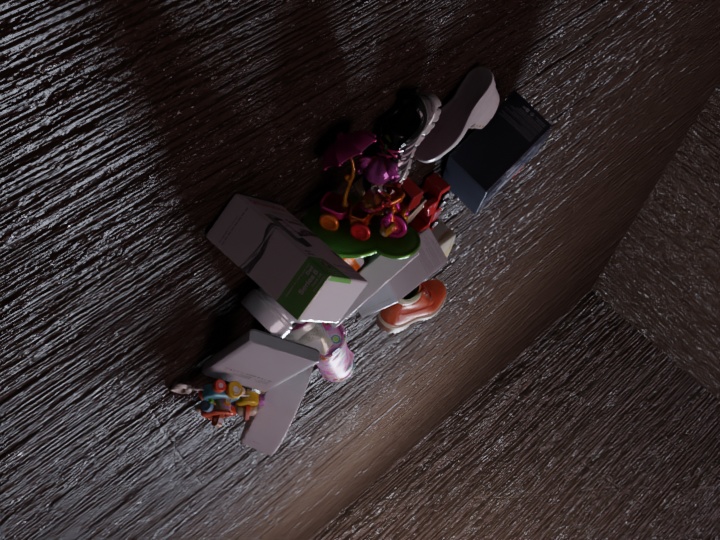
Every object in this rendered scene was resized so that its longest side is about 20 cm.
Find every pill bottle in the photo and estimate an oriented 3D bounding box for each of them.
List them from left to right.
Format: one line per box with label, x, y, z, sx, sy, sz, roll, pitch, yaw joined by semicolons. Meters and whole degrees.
pill bottle;-0.100;0.016;1.589;0.200;0.114;0.114;-46;161;-5

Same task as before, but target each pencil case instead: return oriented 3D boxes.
pencil case;-0.058;0.162;1.900;0.087;0.087;0.200;-42;159;-13

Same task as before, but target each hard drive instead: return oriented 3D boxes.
hard drive;-0.175;0.159;1.621;0.131;0.026;0.200;20;149;-25

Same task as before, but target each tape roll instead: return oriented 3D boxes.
tape roll;-0.166;0.258;1.854;0.203;0.071;0.203;-63;-173;15

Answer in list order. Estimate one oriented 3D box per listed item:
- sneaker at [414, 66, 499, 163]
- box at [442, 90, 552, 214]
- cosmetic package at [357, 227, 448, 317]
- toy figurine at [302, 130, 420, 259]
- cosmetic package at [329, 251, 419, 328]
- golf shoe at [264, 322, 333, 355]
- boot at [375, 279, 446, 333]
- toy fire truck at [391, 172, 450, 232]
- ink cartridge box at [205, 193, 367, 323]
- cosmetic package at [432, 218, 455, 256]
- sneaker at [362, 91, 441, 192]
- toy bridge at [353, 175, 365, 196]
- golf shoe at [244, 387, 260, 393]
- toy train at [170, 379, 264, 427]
sneaker;0.182;-0.262;1.698;0.200;0.074;0.116;-49;158;3
box;0.262;-0.225;1.837;0.182;0.104;0.200;-44;173;-5
cosmetic package;0.069;0.001;1.827;0.107;0.085;0.200;-25;-172;42
toy figurine;0.007;-0.128;1.464;0.185;0.199;0.150;95;20;-44
cosmetic package;0.000;0.000;1.679;0.200;0.052;0.151;-41;-163;1
golf shoe;-0.118;0.124;1.707;0.075;0.092;0.200;-50;-165;-21
boot;0.126;0.054;1.991;0.200;0.075;0.107;-28;152;-42
toy fire truck;0.110;-0.123;1.855;0.141;0.049;0.200;-34;158;-31
ink cartridge box;-0.107;-0.017;1.382;0.084;0.200;0.145;-53;160;11
cosmetic package;0.106;-0.022;2.010;0.200;0.071;0.105;-37;159;-27
sneaker;0.055;-0.209;1.541;0.200;0.074;0.087;-57;158;16
toy bridge;0.017;-0.118;1.704;0.067;0.027;0.200;-41;161;-18
golf shoe;-0.212;0.188;1.792;0.097;0.078;0.200;-61;176;-43
toy train;-0.258;0.250;1.705;0.149;0.056;0.200;-9;159;12
